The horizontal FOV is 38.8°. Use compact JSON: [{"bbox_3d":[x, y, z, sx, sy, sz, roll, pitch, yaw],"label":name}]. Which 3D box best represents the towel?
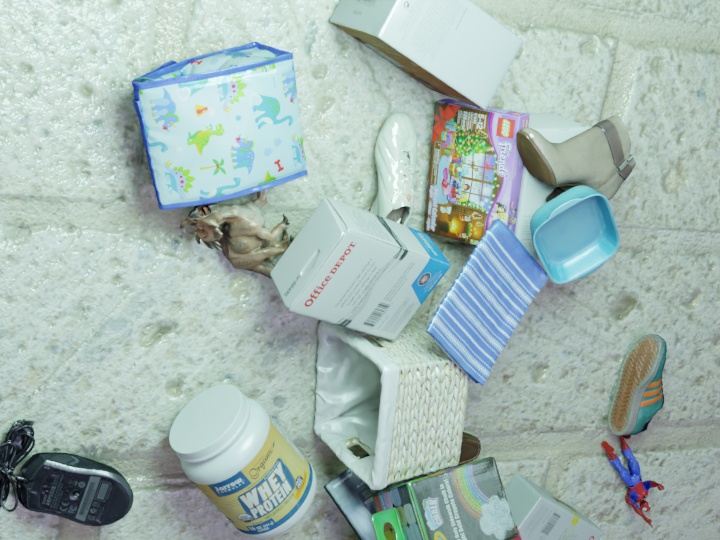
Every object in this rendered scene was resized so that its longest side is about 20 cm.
[{"bbox_3d":[0.183,0.045,1.445,0.145,0.024,0.200,46,69,-34],"label":"towel"}]

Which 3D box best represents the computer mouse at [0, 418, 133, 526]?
[{"bbox_3d":[-0.410,0.288,1.414,0.199,0.053,0.139,24,100,-20],"label":"computer mouse"}]

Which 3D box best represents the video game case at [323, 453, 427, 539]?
[{"bbox_3d":[0.058,0.373,1.574,0.143,0.019,0.200,-33,79,-17],"label":"video game case"}]

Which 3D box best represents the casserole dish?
[{"bbox_3d":[0.305,-0.054,1.471,0.121,0.039,0.200,-31,144,5],"label":"casserole dish"}]

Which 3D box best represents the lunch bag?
[{"bbox_3d":[-0.183,-0.183,1.297,0.199,0.127,0.171,-23,119,-29],"label":"lunch bag"}]

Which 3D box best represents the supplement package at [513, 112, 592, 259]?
[{"bbox_3d":[0.260,-0.130,1.548,0.121,0.120,0.201,-5,111,-27],"label":"supplement package"}]

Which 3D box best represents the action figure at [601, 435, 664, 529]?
[{"bbox_3d":[0.523,0.398,1.909,0.065,0.099,0.200,-35,124,-9],"label":"action figure"}]

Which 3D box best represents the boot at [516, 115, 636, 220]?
[{"bbox_3d":[0.311,-0.168,1.444,0.146,0.070,0.200,-40,134,-5],"label":"boot"}]

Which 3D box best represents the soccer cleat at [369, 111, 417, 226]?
[{"bbox_3d":[0.053,-0.125,1.469,0.069,0.078,0.201,2,108,-28],"label":"soccer cleat"}]

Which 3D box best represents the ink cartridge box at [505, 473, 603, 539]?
[{"bbox_3d":[0.321,0.478,1.841,0.200,0.083,0.145,34,92,-33],"label":"ink cartridge box"}]

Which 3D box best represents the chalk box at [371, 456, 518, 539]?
[{"bbox_3d":[0.103,0.362,1.486,0.199,0.124,0.125,-10,76,-28],"label":"chalk box"}]

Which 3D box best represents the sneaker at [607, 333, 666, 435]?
[{"bbox_3d":[0.514,0.206,1.847,0.080,0.071,0.201,4,112,-33],"label":"sneaker"}]

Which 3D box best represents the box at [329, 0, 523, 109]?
[{"bbox_3d":[0.087,-0.319,1.366,0.199,0.152,0.107,27,95,-32],"label":"box"}]

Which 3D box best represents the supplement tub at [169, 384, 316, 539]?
[{"bbox_3d":[-0.169,0.275,1.472,0.145,0.145,0.200,-40,122,-8],"label":"supplement tub"}]

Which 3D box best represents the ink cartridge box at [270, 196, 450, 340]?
[{"bbox_3d":[0.000,0.000,1.398,0.199,0.084,0.146,19,117,-40],"label":"ink cartridge box"}]

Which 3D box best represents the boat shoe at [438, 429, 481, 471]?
[{"bbox_3d":[0.119,0.306,1.674,0.201,0.075,0.075,0,109,-27],"label":"boat shoe"}]

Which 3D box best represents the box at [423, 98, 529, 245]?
[{"bbox_3d":[0.166,-0.140,1.488,0.039,0.136,0.201,-24,124,-53],"label":"box"}]

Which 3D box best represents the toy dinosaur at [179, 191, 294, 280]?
[{"bbox_3d":[-0.164,-0.044,1.392,0.135,0.086,0.201,-25,131,-8],"label":"toy dinosaur"}]

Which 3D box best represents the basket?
[{"bbox_3d":[0.044,0.182,1.518,0.160,0.198,0.201,-8,112,-29],"label":"basket"}]
